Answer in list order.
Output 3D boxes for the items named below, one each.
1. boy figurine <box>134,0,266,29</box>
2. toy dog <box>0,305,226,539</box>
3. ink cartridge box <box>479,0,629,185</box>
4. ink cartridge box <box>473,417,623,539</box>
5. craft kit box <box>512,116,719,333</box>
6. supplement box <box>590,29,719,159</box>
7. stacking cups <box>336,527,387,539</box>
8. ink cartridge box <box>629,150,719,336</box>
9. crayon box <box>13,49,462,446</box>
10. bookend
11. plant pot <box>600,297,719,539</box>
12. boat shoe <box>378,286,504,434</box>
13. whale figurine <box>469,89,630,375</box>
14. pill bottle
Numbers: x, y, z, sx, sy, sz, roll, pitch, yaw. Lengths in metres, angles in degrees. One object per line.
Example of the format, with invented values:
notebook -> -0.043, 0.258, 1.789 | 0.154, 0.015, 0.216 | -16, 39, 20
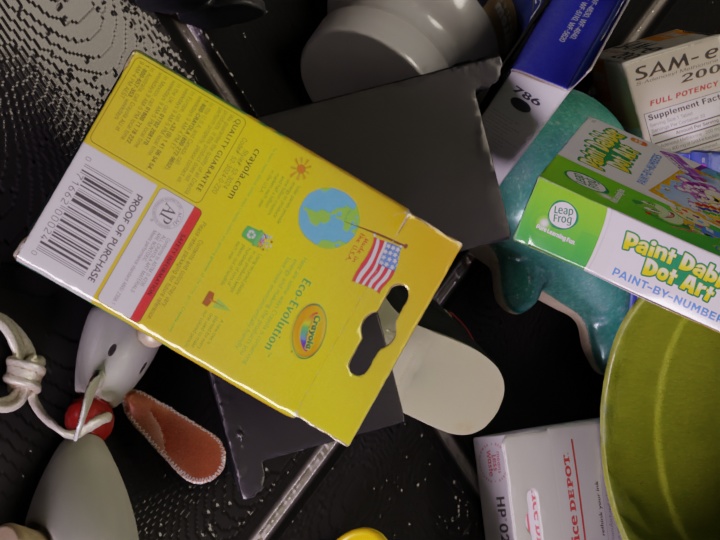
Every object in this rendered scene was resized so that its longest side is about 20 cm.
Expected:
boy figurine -> -0.089, -0.247, 1.357 | 0.124, 0.064, 0.201 | 12, 75, -44
toy dog -> -0.132, 0.109, 1.234 | 0.132, 0.096, 0.201 | 2, 83, -46
ink cartridge box -> 0.107, -0.119, 1.376 | 0.039, 0.200, 0.100 | 32, 64, -2
ink cartridge box -> 0.140, 0.156, 1.527 | 0.200, 0.068, 0.116 | -3, 84, -46
craft kit box -> 0.199, -0.016, 1.352 | 0.200, 0.197, 0.049 | -46, 156, -71
supplement box -> 0.222, -0.058, 1.596 | 0.073, 0.126, 0.201 | -17, 98, -3
stacking cups -> 0.059, 0.221, 1.438 | 0.200, 0.060, 0.061 | 34, 61, -37
ink cartridge box -> 0.276, -0.014, 1.526 | 0.199, 0.042, 0.120 | 4, 94, -12
crayon box -> -0.064, -0.010, 1.231 | 0.200, 0.051, 0.127 | 31, 88, -4
bookend -> 0.000, 0.000, 1.314 | 0.199, 0.092, 0.200 | -16, 95, -6
plant pot -> 0.282, 0.100, 1.451 | 0.192, 0.200, 0.201 | -1, 84, -26
boat shoe -> -0.003, 0.029, 1.409 | 0.201, 0.063, 0.074 | 34, 96, -24
whale figurine -> 0.144, -0.029, 1.532 | 0.200, 0.104, 0.159 | 57, 49, -20
pill bottle -> 0.049, -0.173, 1.451 | 0.116, 0.115, 0.200 | 53, 51, -26
